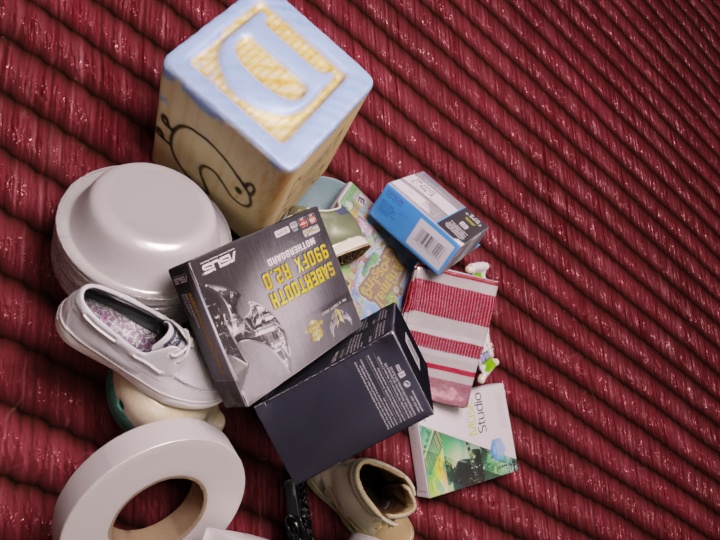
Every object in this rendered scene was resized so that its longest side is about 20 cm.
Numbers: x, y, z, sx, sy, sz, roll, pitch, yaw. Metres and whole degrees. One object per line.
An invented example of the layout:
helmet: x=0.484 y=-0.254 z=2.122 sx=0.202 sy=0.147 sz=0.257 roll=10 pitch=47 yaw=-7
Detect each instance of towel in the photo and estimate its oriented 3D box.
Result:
towel: x=0.123 y=0.101 z=0.906 sx=0.141 sy=0.023 sz=0.205 roll=12 pitch=98 yaw=-12

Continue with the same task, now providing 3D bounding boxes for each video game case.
video game case: x=0.000 y=0.000 z=0.891 sx=0.182 sy=0.022 sz=0.202 roll=42 pitch=59 yaw=-18

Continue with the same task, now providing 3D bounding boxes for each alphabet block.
alphabet block: x=-0.130 y=-0.192 z=0.772 sx=0.195 sy=0.200 sz=0.197 roll=40 pitch=59 yaw=-1

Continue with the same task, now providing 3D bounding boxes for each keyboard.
keyboard: x=-0.059 y=0.362 z=0.762 sx=0.039 sy=0.104 sz=0.205 roll=-12 pitch=83 yaw=7

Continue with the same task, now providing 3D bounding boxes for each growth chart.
growth chart: x=0.199 y=0.082 z=0.987 sx=0.144 sy=0.017 sz=0.205 roll=-27 pitch=111 yaw=-64

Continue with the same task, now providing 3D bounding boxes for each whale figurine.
whale figurine: x=-0.216 y=0.130 z=0.732 sx=0.161 sy=0.103 sz=0.199 roll=60 pitch=32 yaw=4

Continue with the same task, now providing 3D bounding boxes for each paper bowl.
paper bowl: x=-0.245 y=-0.042 z=0.695 sx=0.197 sy=0.105 sz=0.203 roll=19 pitch=43 yaw=-19

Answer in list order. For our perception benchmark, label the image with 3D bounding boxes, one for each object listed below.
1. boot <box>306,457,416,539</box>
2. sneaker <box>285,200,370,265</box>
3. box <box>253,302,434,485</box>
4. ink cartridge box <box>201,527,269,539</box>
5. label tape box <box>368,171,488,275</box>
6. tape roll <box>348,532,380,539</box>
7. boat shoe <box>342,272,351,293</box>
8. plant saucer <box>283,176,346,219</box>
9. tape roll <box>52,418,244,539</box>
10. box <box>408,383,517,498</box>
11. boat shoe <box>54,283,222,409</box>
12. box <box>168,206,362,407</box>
boot: x=0.029 y=0.314 z=0.796 sx=0.200 sy=0.154 sz=0.073 roll=46 pitch=58 yaw=-15
sneaker: x=-0.086 y=-0.040 z=0.804 sx=0.197 sy=0.067 sz=0.091 roll=-17 pitch=73 yaw=-30
box: x=-0.012 y=0.141 z=0.748 sx=0.179 sy=0.200 sz=0.106 roll=-28 pitch=94 yaw=7
ink cartridge box: x=-0.134 y=0.371 z=0.690 sx=0.066 sy=0.201 sz=0.119 roll=10 pitch=66 yaw=14
label tape box: x=0.121 y=-0.085 z=0.941 sx=0.144 sy=0.064 sz=0.199 roll=42 pitch=31 yaw=12
tape roll: x=0.067 y=0.403 z=0.772 sx=0.202 sy=0.202 sz=0.037 roll=40 pitch=60 yaw=-18
boat shoe: x=-0.097 y=0.055 z=0.771 sx=0.196 sy=0.074 sz=0.070 roll=-12 pitch=88 yaw=-24
plant saucer: x=-0.054 y=-0.038 z=0.903 sx=0.197 sy=0.038 sz=0.206 roll=10 pitch=72 yaw=-32
tape roll: x=-0.221 y=0.254 z=0.645 sx=0.200 sy=0.037 sz=0.207 roll=-21 pitch=129 yaw=-28
box: x=0.165 y=0.269 z=0.971 sx=0.196 sy=0.036 sz=0.148 roll=-3 pitch=79 yaw=-32
boat shoe: x=-0.212 y=0.077 z=0.625 sx=0.199 sy=0.068 sz=0.073 roll=40 pitch=42 yaw=-21
box: x=-0.098 y=0.034 z=0.681 sx=0.199 sy=0.048 sz=0.162 roll=-29 pitch=101 yaw=-45
